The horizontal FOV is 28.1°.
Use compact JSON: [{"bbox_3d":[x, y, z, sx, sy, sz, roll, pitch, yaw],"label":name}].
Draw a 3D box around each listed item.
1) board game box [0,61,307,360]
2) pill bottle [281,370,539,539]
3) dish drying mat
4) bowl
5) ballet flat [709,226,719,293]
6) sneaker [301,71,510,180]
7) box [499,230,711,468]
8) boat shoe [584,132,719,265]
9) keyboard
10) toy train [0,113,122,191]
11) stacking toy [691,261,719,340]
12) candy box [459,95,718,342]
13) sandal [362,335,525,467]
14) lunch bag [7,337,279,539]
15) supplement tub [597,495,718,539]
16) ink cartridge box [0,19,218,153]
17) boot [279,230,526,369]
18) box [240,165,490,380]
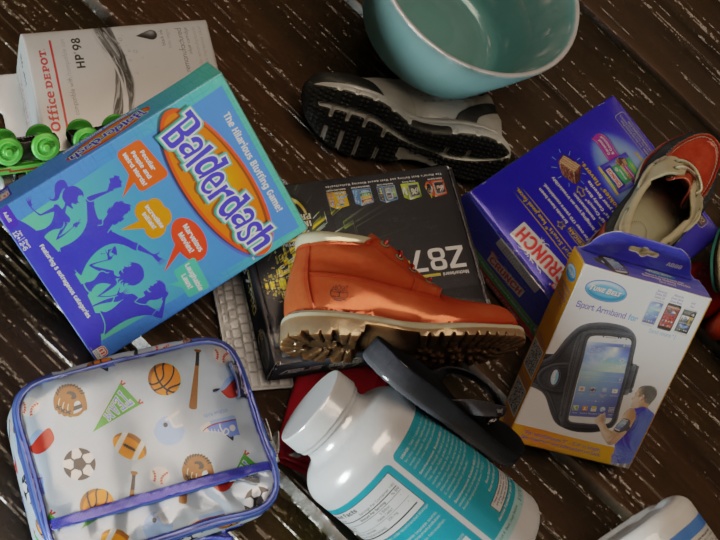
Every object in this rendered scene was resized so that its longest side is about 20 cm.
[{"bbox_3d":[-0.162,-0.045,1.119,0.200,0.045,0.152,-34,118,-9],"label":"board game box"},{"bbox_3d":[0.036,0.166,1.126,0.200,0.111,0.111,41,60,-10],"label":"pill bottle"},{"bbox_3d":[-0.012,0.082,1.214,0.077,0.018,0.200,22,62,-9],"label":"dish drying mat"},{"bbox_3d":[0.081,-0.232,1.270,0.201,0.105,0.201,12,62,-24],"label":"bowl"},{"bbox_3d":[0.368,-0.027,1.324,0.069,0.069,0.200,45,28,3],"label":"ballet flat"},{"bbox_3d":[0.039,-0.143,1.312,0.200,0.074,0.080,15,48,-19],"label":"sneaker"},{"bbox_3d":[0.208,0.067,1.211,0.119,0.200,0.041,14,26,-14],"label":"box"},{"bbox_3d":[0.269,-0.062,1.271,0.071,0.063,0.200,45,58,1],"label":"boat shoe"},{"bbox_3d":[-0.100,0.006,1.219,0.056,0.011,0.200,-4,69,-22],"label":"keyboard"},{"bbox_3d":[-0.199,-0.092,1.135,0.200,0.042,0.056,-10,112,-20],"label":"toy train"},{"bbox_3d":[0.371,0.067,1.331,0.200,0.085,0.085,42,60,5],"label":"stacking toy"},{"bbox_3d":[0.201,-0.039,1.313,0.200,0.077,0.169,-33,83,-30],"label":"candy box"},{"bbox_3d":[0.079,0.102,1.136,0.043,0.200,0.076,-49,47,3],"label":"sandal"},{"bbox_3d":[-0.161,0.143,1.101,0.200,0.076,0.160,-12,74,-23],"label":"lunch bag"},{"bbox_3d":[0.264,0.296,1.158,0.132,0.132,0.200,-29,81,-28],"label":"supplement tub"},{"bbox_3d":[-0.218,-0.137,1.201,0.200,0.067,0.116,-9,70,-20],"label":"ink cartridge box"},{"bbox_3d":[0.037,0.019,1.157,0.200,0.075,0.107,7,62,-12],"label":"boot"},{"bbox_3d":[0.000,0.000,1.220,0.200,0.049,0.161,-7,70,-18],"label":"box"}]
